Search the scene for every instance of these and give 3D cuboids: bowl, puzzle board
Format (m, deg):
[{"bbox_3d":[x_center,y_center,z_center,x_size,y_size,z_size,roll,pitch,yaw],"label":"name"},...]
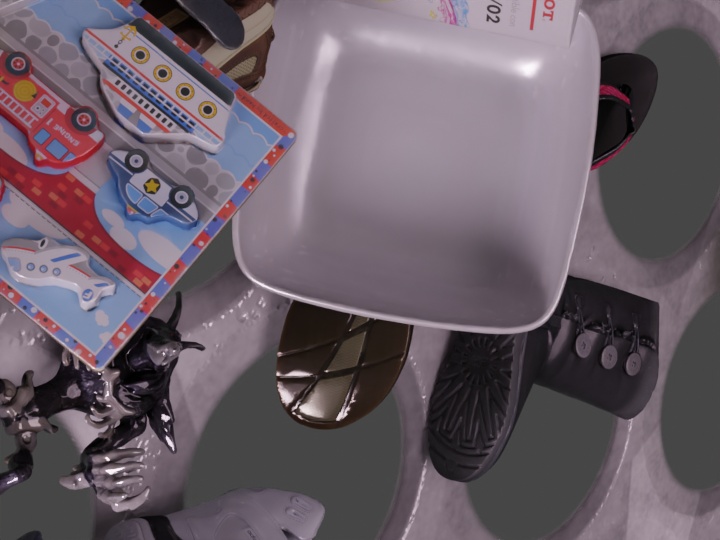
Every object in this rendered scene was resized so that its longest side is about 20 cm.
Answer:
[{"bbox_3d":[0.032,-0.069,0.790,0.075,0.196,0.203,71,29,-84],"label":"bowl"},{"bbox_3d":[-0.149,-0.073,0.626,0.199,0.017,0.151,39,69,1],"label":"puzzle board"}]

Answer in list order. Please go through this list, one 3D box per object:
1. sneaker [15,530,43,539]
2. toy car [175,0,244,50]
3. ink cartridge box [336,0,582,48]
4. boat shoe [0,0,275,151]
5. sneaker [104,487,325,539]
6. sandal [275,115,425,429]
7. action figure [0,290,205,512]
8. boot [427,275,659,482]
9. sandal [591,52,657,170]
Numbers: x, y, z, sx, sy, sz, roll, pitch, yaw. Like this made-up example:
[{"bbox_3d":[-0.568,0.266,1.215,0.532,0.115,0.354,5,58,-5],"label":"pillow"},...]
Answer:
[{"bbox_3d":[-0.122,0.200,0.703,0.081,0.198,0.074,-57,169,-32],"label":"sneaker"},{"bbox_3d":[-0.091,-0.200,0.627,0.200,0.156,0.166,46,57,-47],"label":"toy car"},{"bbox_3d":[0.065,-0.189,0.697,0.116,0.197,0.068,90,16,-51],"label":"ink cartridge box"},{"bbox_3d":[-0.123,-0.085,0.700,0.201,0.075,0.076,-30,141,-26],"label":"boat shoe"},{"bbox_3d":[-0.044,0.186,0.761,0.114,0.199,0.076,-21,130,-45],"label":"sneaker"},{"bbox_3d":[0.000,0.000,0.851,0.055,0.080,0.203,42,56,-78],"label":"sandal"},{"bbox_3d":[-0.148,0.069,0.694,0.199,0.101,0.120,-30,108,-33],"label":"action figure"},{"bbox_3d":[0.144,0.084,1.011,0.199,0.065,0.167,17,90,-49],"label":"boot"},{"bbox_3d":[0.160,-0.102,0.985,0.199,0.045,0.076,-28,119,-36],"label":"sandal"}]
